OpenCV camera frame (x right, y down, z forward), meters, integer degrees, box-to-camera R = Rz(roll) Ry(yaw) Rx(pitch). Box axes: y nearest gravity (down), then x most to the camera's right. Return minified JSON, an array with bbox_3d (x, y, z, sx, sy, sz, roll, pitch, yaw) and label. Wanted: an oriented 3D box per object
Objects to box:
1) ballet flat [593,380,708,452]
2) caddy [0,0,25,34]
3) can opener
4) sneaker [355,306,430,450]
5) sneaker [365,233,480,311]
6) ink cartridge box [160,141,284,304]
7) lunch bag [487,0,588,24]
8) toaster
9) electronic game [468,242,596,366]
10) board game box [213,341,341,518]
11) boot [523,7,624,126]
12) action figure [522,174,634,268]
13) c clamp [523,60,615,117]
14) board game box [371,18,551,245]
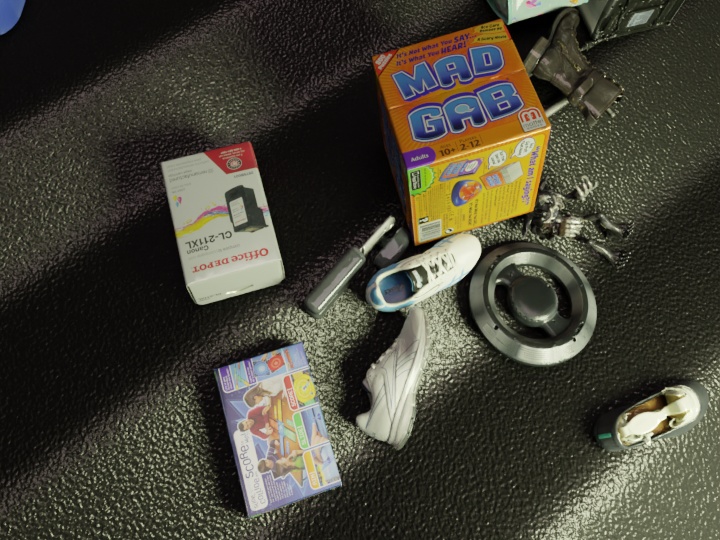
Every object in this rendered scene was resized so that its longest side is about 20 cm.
[{"bbox_3d":[0.429,0.207,0.895,0.195,0.073,0.075,-18,71,-11],"label":"ballet flat"},{"bbox_3d":[-0.649,-0.501,1.056,0.137,0.105,0.206,5,69,-3],"label":"caddy"},{"bbox_3d":[0.000,0.000,0.948,0.066,0.054,0.201,38,73,11],"label":"can opener"},{"bbox_3d":[0.050,0.143,0.891,0.085,0.075,0.205,15,69,7],"label":"sneaker"},{"bbox_3d":[0.099,0.005,0.937,0.196,0.072,0.073,-27,96,-9],"label":"sneaker"},{"bbox_3d":[-0.205,-0.072,0.943,0.142,0.083,0.205,-15,71,-10],"label":"ink cartridge box"},{"bbox_3d":[0.301,-0.553,1.136,0.165,0.124,0.203,-15,46,-5],"label":"lunch bag"},{"bbox_3d":[0.485,-0.514,1.107,0.194,0.182,0.121,-16,68,-11],"label":"toaster"},{"bbox_3d":[0.261,0.047,0.955,0.193,0.042,0.205,1,62,-2],"label":"electronic game"},{"bbox_3d":[-0.116,0.217,0.869,0.132,0.035,0.205,-15,72,-9],"label":"board game box"},{"bbox_3d":[0.381,-0.349,1.084,0.173,0.070,0.201,37,63,7],"label":"boot"},{"bbox_3d":[0.329,-0.087,0.979,0.196,0.102,0.121,25,71,2],"label":"action figure"},{"bbox_3d":[0.325,-0.302,1.096,0.196,0.027,0.173,-28,74,-14],"label":"c clamp"},{"bbox_3d":[0.141,-0.196,0.924,0.194,0.201,0.205,-15,62,1],"label":"board game box"}]
